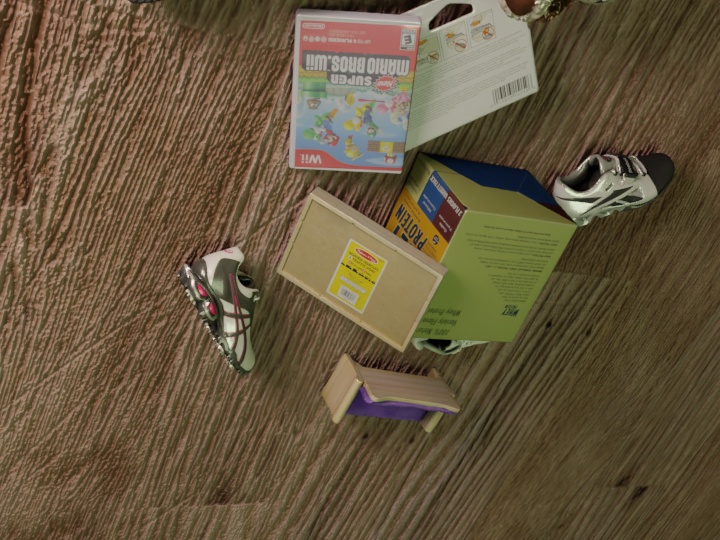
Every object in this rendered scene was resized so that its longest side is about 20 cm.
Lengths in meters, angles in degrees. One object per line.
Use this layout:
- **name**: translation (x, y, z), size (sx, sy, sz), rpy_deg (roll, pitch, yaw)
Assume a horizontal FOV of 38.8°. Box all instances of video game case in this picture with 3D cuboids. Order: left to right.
- **video game case**: translation (-0.010, -0.204, 1.188), size (0.140, 0.018, 0.203), rpy_deg (2, 130, -5)

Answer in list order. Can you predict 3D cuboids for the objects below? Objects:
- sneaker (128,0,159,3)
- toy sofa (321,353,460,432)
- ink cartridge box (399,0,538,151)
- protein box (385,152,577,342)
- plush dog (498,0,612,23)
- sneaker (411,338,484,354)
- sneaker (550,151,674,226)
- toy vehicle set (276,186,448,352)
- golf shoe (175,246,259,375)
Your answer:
- **sneaker**: translation (-0.154, -0.332, 1.004), size (0.198, 0.076, 0.078), rpy_deg (-33, 114, -1)
- **toy sofa**: translation (0.049, 0.198, 1.545), size (0.197, 0.098, 0.084), rpy_deg (12, 121, -37)
- **ink cartridge box**: translation (0.110, -0.258, 1.227), size (0.197, 0.044, 0.176), rpy_deg (-24, 129, -8)
- **protein box**: translation (0.144, -0.026, 1.378), size (0.196, 0.136, 0.202), rpy_deg (4, 125, -33)
- **plush dog**: translation (0.256, -0.356, 1.146), size (0.196, 0.164, 0.171), rpy_deg (-10, 165, 22)
- **sneaker**: translation (0.137, 0.092, 1.517), size (0.197, 0.081, 0.076), rpy_deg (6, 123, -35)
- **sneaker**: translation (0.362, -0.132, 1.454), size (0.197, 0.074, 0.089), rpy_deg (-24, 137, -10)
- **toy vehicle set**: translation (0.000, 0.000, 1.298), size (0.125, 0.198, 0.027), rpy_deg (-62, 171, 29)
- **golf shoe**: translation (-0.162, 0.058, 1.323), size (0.087, 0.077, 0.202), rpy_deg (-31, 137, -12)
